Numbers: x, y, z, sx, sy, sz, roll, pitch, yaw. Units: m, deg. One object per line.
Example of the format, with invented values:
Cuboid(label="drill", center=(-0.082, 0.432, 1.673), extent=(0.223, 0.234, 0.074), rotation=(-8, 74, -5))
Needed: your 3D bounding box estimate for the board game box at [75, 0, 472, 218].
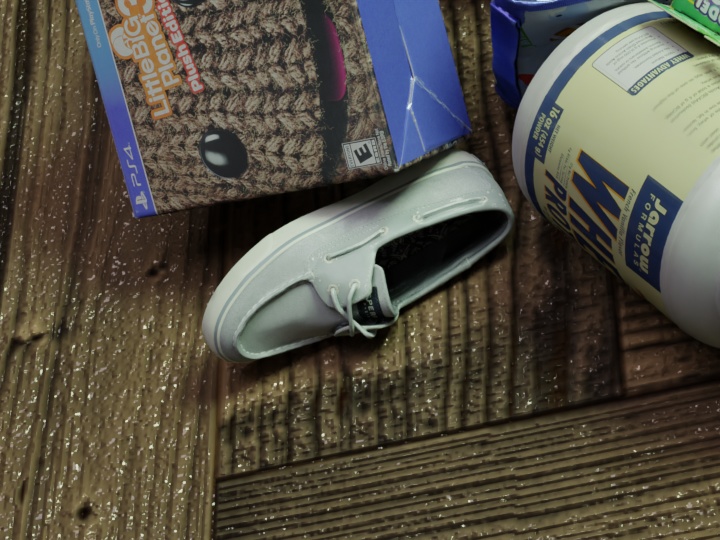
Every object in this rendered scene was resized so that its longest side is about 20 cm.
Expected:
Cuboid(label="board game box", center=(-0.055, -0.131, 1.481), extent=(0.200, 0.160, 0.097), rotation=(-9, 10, 34))

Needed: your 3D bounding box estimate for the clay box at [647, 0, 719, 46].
Cuboid(label="clay box", center=(0.264, -0.134, 1.361), extent=(0.115, 0.200, 0.048), rotation=(39, 114, 41))

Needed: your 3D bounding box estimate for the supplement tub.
Cuboid(label="supplement tub", center=(0.195, -0.046, 1.346), extent=(0.145, 0.145, 0.200), rotation=(-40, 48, -9))

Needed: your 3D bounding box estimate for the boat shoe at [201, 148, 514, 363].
Cuboid(label="boat shoe", center=(0.001, 0.000, 1.448), extent=(0.201, 0.070, 0.072), rotation=(-32, 41, -6))

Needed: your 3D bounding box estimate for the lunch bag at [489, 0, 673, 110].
Cuboid(label="lunch bag", center=(0.156, -0.191, 1.448), extent=(0.200, 0.170, 0.124), rotation=(-39, 73, -8))
